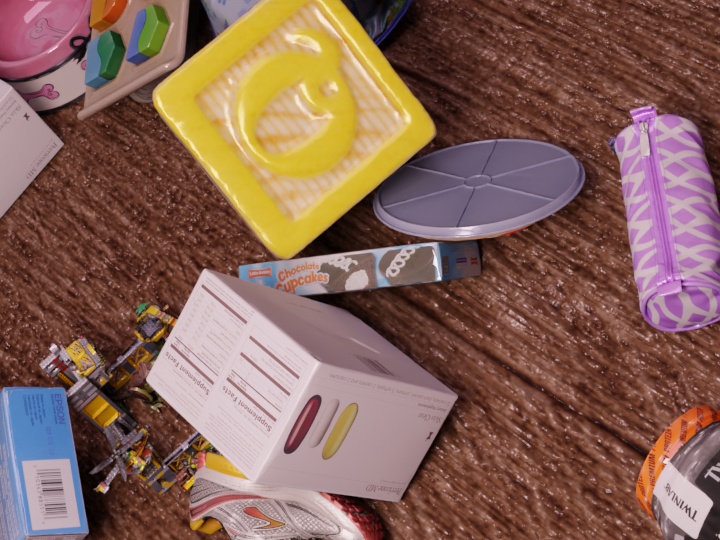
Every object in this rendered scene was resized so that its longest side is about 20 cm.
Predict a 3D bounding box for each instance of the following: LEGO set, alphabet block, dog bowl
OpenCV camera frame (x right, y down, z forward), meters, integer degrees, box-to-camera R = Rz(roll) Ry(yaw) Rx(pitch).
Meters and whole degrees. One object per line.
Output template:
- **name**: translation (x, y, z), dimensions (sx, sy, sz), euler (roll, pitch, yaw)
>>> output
- **LEGO set**: translation (-0.210, 0.109, 1.386), dimensions (0.153, 0.116, 0.200), euler (-36, 51, 1)
- **alphabet block**: translation (-0.069, -0.146, 1.383), dimensions (0.195, 0.197, 0.200), euler (-41, 8, -2)
- **dog bowl**: translation (-0.373, -0.290, 1.751), dimensions (0.198, 0.074, 0.202), euler (-12, 55, 18)

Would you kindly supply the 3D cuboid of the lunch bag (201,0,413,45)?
- **lunch bag**: translation (-0.057, -0.295, 1.575), dimensions (0.199, 0.128, 0.170), euler (-30, 48, -10)

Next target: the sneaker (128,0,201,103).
- **sneaker**: translation (-0.246, -0.281, 1.697), dimensions (0.106, 0.075, 0.202), euler (-3, 64, 46)

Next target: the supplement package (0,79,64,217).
- **supplement package**: translation (-0.471, -0.128, 1.670), dimensions (0.155, 0.111, 0.200), euler (30, 77, 37)

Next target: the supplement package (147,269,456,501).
- **supplement package**: translation (-0.047, 0.101, 1.237), dimensions (0.155, 0.199, 0.112), euler (36, 102, 37)

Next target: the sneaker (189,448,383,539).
- **sneaker**: translation (-0.067, 0.220, 1.285), dimensions (0.199, 0.078, 0.083), euler (11, 79, 35)

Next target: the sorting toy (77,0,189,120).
- **sorting toy**: translation (-0.250, -0.280, 1.608), dimensions (0.184, 0.036, 0.202), euler (-20, 56, 44)

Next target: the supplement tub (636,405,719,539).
- **supplement tub**: translation (0.308, 0.192, 1.078), dimensions (0.123, 0.123, 0.200), euler (-48, 52, -9)

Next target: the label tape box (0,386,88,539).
- **label tape box**: translation (-0.326, 0.216, 1.377), dimensions (0.200, 0.063, 0.145), euler (-46, 51, 48)

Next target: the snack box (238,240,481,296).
- **snack box**: translation (0.000, 0.000, 1.357), dimensions (0.198, 0.116, 0.037), euler (-6, 90, 23)

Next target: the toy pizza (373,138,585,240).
- **toy pizza**: translation (0.111, -0.069, 1.358), dimensions (0.198, 0.032, 0.201), euler (-9, 27, 5)

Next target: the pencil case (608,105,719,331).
- **pencil case**: translation (0.271, -0.047, 1.274), dimensions (0.083, 0.086, 0.202), euler (-14, 56, 16)
